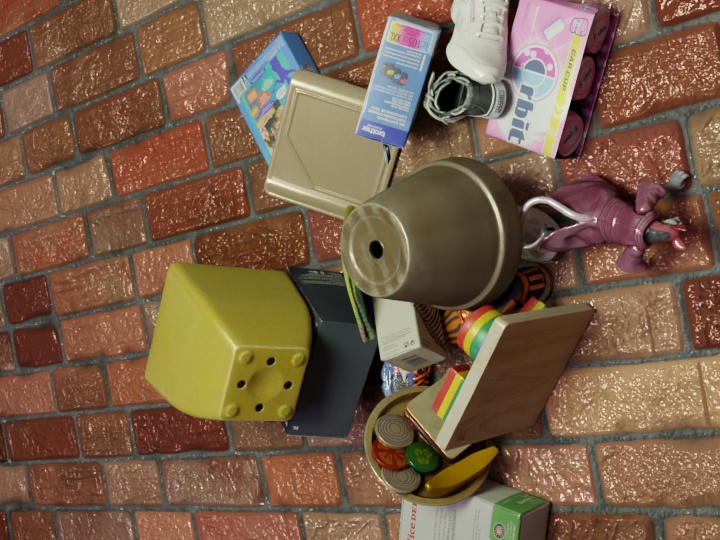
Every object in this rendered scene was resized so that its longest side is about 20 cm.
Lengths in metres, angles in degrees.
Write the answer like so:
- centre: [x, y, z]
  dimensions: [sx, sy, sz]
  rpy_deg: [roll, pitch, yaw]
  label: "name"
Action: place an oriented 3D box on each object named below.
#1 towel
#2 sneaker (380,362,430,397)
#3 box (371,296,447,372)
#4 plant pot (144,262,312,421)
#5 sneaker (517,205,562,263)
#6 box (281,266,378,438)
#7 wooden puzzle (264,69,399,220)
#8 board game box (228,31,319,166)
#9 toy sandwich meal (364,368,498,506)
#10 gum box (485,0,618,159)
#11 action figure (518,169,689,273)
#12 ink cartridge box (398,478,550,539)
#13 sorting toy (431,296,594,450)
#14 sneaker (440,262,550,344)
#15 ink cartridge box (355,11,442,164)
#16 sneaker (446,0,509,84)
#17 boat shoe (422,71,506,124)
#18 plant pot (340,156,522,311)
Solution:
- centre: [0.000, 0.000, 1.588]
  dimensions: [0.023, 0.200, 0.144]
  rpy_deg: [-12, 113, 8]
  label: "towel"
- centre: [0.074, 0.136, 1.630]
  dimensions: [0.078, 0.075, 0.200]
  rpy_deg: [-17, 86, 38]
  label: "sneaker"
- centre: [0.063, 0.038, 1.573]
  dimensions: [0.068, 0.082, 0.200]
  rpy_deg: [-23, 62, 28]
  label: "box"
- centre: [-0.174, 0.120, 1.580]
  dimensions: [0.200, 0.195, 0.194]
  rpy_deg: [41, 120, 55]
  label: "plant pot"
- centre: [0.172, -0.060, 1.487]
  dimensions: [0.200, 0.115, 0.076]
  rpy_deg: [30, 115, 34]
  label: "sneaker"
- centre: [-0.067, 0.125, 1.685]
  dimensions: [0.182, 0.104, 0.200]
  rpy_deg: [-125, 47, -56]
  label: "box"
- centre: [-0.037, -0.185, 1.662]
  dimensions: [0.185, 0.037, 0.200]
  rpy_deg: [18, 109, 4]
  label: "wooden puzzle"
- centre: [-0.115, -0.255, 1.756]
  dimensions: [0.152, 0.045, 0.200]
  rpy_deg: [-38, 71, 37]
  label: "board game box"
- centre: [0.105, 0.232, 1.538]
  dimensions: [0.205, 0.205, 0.070]
  rpy_deg: [52, 153, 23]
  label: "toy sandwich meal"
- centre: [0.248, -0.257, 1.425]
  dimensions: [0.113, 0.066, 0.200]
  rpy_deg: [27, 113, 37]
  label: "gum box"
- centre: [0.314, -0.068, 1.351]
  dimensions: [0.200, 0.149, 0.134]
  rpy_deg: [19, 102, 52]
  label: "action figure"
- centre: [0.160, 0.375, 1.578]
  dimensions: [0.200, 0.084, 0.146]
  rpy_deg: [15, 105, 39]
  label: "ink cartridge box"
- centre: [0.188, 0.123, 1.444]
  dimensions: [0.070, 0.200, 0.199]
  rpy_deg: [41, 120, 34]
  label: "sorting toy"
- centre: [0.159, 0.048, 1.515]
  dimensions: [0.200, 0.112, 0.078]
  rpy_deg: [-39, 71, 39]
  label: "sneaker"
- centre: [0.050, -0.253, 1.537]
  dimensions: [0.076, 0.136, 0.200]
  rpy_deg: [19, 107, 1]
  label: "ink cartridge box"
- centre: [0.157, -0.327, 1.429]
  dimensions: [0.100, 0.075, 0.200]
  rpy_deg: [113, 161, -48]
  label: "sneaker"
- centre: [0.121, -0.235, 1.493]
  dimensions: [0.199, 0.068, 0.074]
  rpy_deg: [-146, 61, -64]
  label: "boat shoe"
- centre: [0.075, -0.038, 1.381]
  dimensions: [0.200, 0.173, 0.200]
  rpy_deg: [10, 104, 42]
  label: "plant pot"
